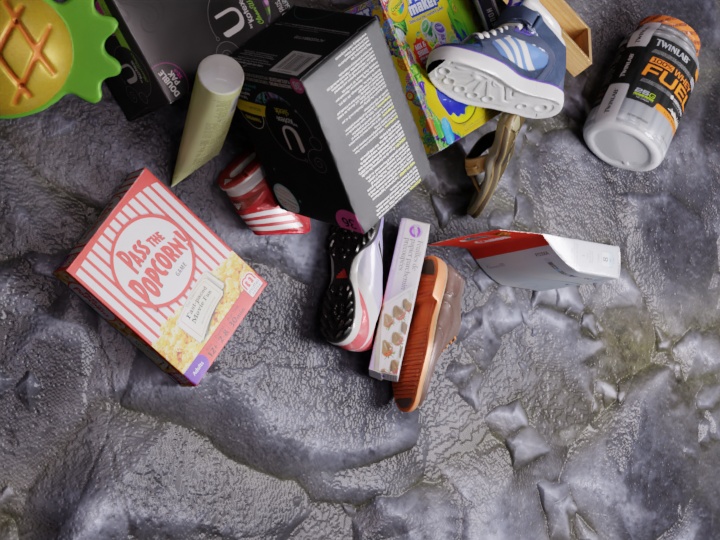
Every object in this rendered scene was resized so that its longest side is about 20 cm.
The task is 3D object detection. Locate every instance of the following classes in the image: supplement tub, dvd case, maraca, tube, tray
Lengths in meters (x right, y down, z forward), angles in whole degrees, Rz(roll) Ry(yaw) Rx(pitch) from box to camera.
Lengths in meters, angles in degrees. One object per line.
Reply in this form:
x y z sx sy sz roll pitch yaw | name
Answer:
0.402 -0.253 1.866 0.122 0.122 0.202 36 68 -24 | supplement tub
0.166 -0.318 1.692 0.024 0.151 0.202 -21 118 6 | dvd case
-0.350 -0.229 1.377 0.197 0.107 0.139 -4 106 -8 | maraca
-0.171 -0.161 1.459 0.057 0.200 0.053 3 63 -14 | tube
0.239 -0.364 1.798 0.200 0.037 0.099 43 32 -23 | tray

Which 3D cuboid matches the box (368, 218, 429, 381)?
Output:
0.049 0.037 1.649 0.038 0.041 0.203 12 74 3 | box

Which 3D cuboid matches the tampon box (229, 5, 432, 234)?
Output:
-0.037 -0.167 1.459 0.126 0.149 0.202 -41 127 -27 | tampon box

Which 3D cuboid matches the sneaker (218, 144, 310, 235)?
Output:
-0.079 -0.117 1.591 0.200 0.078 0.116 -42 123 -26 | sneaker

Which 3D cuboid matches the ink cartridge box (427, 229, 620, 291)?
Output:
0.209 -0.012 1.698 0.198 0.159 0.048 7 81 -31 | ink cartridge box

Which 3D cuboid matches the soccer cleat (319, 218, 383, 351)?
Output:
0.000 0.000 1.630 0.073 0.067 0.203 29 65 -52 | soccer cleat

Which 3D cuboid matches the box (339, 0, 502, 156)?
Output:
0.062 -0.246 1.616 0.200 0.121 0.195 -35 105 -51 | box

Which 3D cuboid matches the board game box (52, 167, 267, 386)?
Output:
-0.222 0.009 1.488 0.200 0.046 0.152 44 65 -22 | board game box

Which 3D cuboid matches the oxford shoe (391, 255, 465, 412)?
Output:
0.093 0.087 1.670 0.072 0.071 0.203 25 73 -33 | oxford shoe

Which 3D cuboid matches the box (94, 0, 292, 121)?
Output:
-0.200 -0.286 1.484 0.199 0.124 0.150 -37 105 -29 | box

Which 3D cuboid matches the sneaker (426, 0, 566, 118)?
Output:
0.161 -0.273 1.568 0.198 0.080 0.149 14 65 -30 | sneaker

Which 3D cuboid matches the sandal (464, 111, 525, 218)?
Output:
0.162 -0.147 1.683 0.053 0.201 0.081 25 58 8 | sandal
